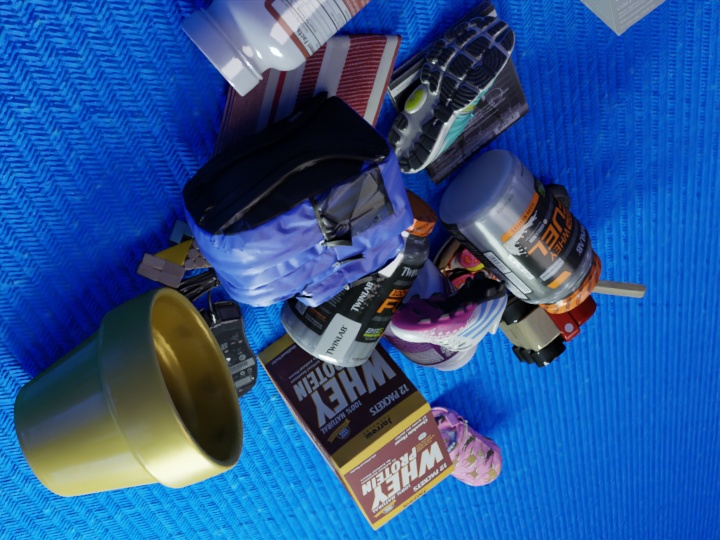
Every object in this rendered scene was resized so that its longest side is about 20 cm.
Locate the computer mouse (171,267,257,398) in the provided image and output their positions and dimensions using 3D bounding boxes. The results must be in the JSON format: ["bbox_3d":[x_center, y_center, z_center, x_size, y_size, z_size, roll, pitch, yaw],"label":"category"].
[{"bbox_3d":[-0.145,0.056,1.418,0.139,0.046,0.201,-28,133,-13],"label":"computer mouse"}]

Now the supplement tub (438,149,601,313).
[{"bbox_3d":[0.201,-0.043,1.504,0.123,0.123,0.200,-46,116,8],"label":"supplement tub"}]

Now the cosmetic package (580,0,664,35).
[{"bbox_3d":[0.281,-0.368,1.325,0.106,0.090,0.200,-37,148,-1],"label":"cosmetic package"}]

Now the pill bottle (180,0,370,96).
[{"bbox_3d":[-0.061,-0.255,1.099,0.200,0.112,0.112,-41,145,2],"label":"pill bottle"}]

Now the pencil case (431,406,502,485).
[{"bbox_3d":[0.153,0.276,1.904,0.200,0.086,0.084,41,65,-55],"label":"pencil case"}]

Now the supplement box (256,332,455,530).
[{"bbox_3d":[-0.003,0.181,1.546,0.132,0.200,0.198,-35,145,-8],"label":"supplement box"}]

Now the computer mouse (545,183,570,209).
[{"bbox_3d":[0.240,-0.050,1.683,0.058,0.034,0.201,-12,143,-22],"label":"computer mouse"}]

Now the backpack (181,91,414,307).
[{"bbox_3d":[-0.063,-0.050,1.212,0.199,0.162,0.169,-27,123,-13],"label":"backpack"}]

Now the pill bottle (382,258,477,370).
[{"bbox_3d":[0.081,0.057,1.569,0.112,0.112,0.200,-43,146,3],"label":"pill bottle"}]

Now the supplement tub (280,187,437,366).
[{"bbox_3d":[0.000,0.000,1.417,0.122,0.123,0.201,6,121,-47],"label":"supplement tub"}]

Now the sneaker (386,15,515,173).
[{"bbox_3d":[0.099,-0.194,1.343,0.201,0.078,0.079,-52,162,24],"label":"sneaker"}]

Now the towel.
[{"bbox_3d":[-0.055,-0.179,1.265,0.198,0.023,0.145,-12,135,-36],"label":"towel"}]

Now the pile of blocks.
[{"bbox_3d":[-0.150,-0.039,1.308,0.198,0.083,0.062,-18,-177,-16],"label":"pile of blocks"}]

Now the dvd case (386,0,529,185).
[{"bbox_3d":[0.114,-0.200,1.407,0.148,0.016,0.200,-38,145,-3],"label":"dvd case"}]

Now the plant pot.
[{"bbox_3d":[-0.250,0.144,1.284,0.187,0.202,0.201,-23,147,11],"label":"plant pot"}]

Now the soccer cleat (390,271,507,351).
[{"bbox_3d":[0.109,0.067,1.451,0.199,0.069,0.087,-19,123,-45],"label":"soccer cleat"}]

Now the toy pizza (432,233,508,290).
[{"bbox_3d":[0.184,-0.017,1.627,0.198,0.032,0.201,-19,145,-14],"label":"toy pizza"}]

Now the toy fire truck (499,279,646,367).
[{"bbox_3d":[0.291,0.044,1.683,0.199,0.129,0.176,-38,-178,-4],"label":"toy fire truck"}]
